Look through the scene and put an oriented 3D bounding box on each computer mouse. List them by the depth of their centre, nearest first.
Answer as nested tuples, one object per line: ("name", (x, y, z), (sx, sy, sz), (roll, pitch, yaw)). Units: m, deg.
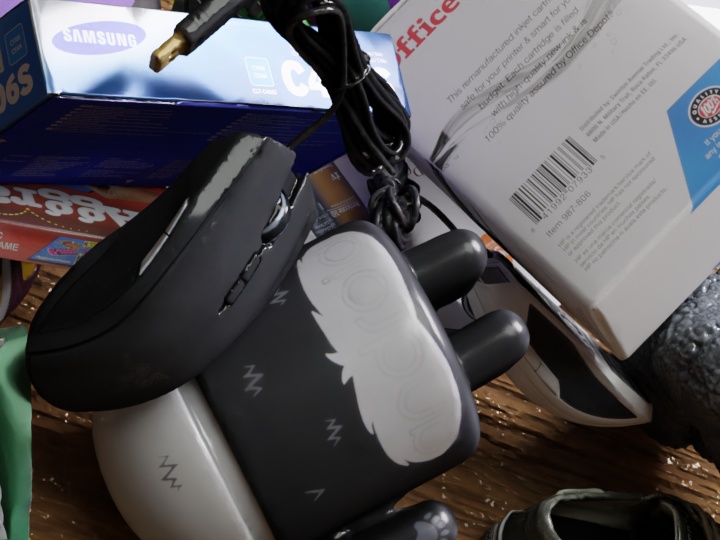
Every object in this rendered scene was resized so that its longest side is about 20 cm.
("computer mouse", (-0.060, -0.029, 0.735), (0.200, 0.141, 0.046), (-41, 49, -13))
("computer mouse", (0.072, 0.023, 0.948), (0.200, 0.044, 0.110), (43, 8, -14))

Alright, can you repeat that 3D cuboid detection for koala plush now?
("koala plush", (0.253, 0.029, 0.988), (0.200, 0.184, 0.177), (-40, 57, -6))

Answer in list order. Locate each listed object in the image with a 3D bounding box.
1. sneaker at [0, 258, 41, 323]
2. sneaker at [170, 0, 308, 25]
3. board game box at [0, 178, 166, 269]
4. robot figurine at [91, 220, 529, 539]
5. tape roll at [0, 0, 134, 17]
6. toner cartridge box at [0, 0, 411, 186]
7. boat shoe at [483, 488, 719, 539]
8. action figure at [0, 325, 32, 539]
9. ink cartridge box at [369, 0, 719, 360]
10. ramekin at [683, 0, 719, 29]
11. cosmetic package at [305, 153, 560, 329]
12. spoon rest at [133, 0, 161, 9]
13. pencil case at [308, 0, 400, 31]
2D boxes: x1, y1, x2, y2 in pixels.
("sneaker", (-0.181, -0.003, 0.818), (0.075, 0.090, 0.201), (34, 45, -12))
("sneaker", (-0.072, -0.164, 0.999), (0.085, 0.077, 0.202), (-75, 145, -63))
("board game box", (-0.173, -0.037, 0.786), (0.198, 0.020, 0.103), (10, 23, -24))
("robot figurine", (-0.024, 0.056, 0.836), (0.199, 0.125, 0.151), (-28, 44, -7))
("tape roll", (-0.202, -0.153, 0.840), (0.198, 0.066, 0.201), (-3, 33, 2))
("toner cartridge box", (-0.081, -0.072, 0.793), (0.199, 0.095, 0.044), (-1, 71, -45))
("boat shoe", (0.160, 0.156, 0.986), (0.198, 0.064, 0.071), (9, 54, -34))
("action figure", (-0.158, 0.130, 0.723), (0.117, 0.054, 0.203), (-11, 96, -45))
("ink cartridge box", (0.108, -0.079, 0.939), (0.200, 0.145, 0.084), (45, -1, 29))
("ramekin", (0.152, -0.108, 1.084), (0.097, 0.201, 0.202), (5, 56, -25))
("cosmetic package", (0.000, 0.000, 0.988), (0.199, 0.052, 0.152), (-27, 81, -46))
("spoon rest", (-0.157, -0.195, 1.001), (0.099, 0.061, 0.202), (13, 52, -33))
("pencil case", (0.007, -0.179, 1.072), (0.199, 0.093, 0.085), (39, 20, 6))
